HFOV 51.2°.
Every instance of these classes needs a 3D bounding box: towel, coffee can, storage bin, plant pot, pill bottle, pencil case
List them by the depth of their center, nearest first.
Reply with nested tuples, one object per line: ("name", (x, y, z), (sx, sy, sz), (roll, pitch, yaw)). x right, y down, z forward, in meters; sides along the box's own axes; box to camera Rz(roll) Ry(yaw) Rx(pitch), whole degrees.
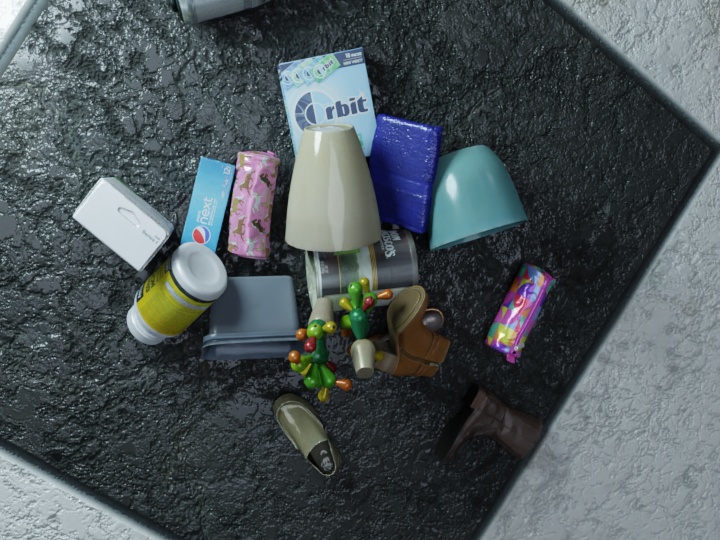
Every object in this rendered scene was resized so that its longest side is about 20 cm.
("pill bottle", (-0.339, 0.048, 1.364), (0.112, 0.113, 0.199), (42, 122, -14))
("plant pot", (-0.053, -0.160, 1.377), (0.182, 0.188, 0.205), (-6, 110, -11))
("pencil case", (-0.202, -0.126, 1.423), (0.081, 0.087, 0.206), (8, 97, 6))
("towel", (0.081, -0.185, 1.427), (0.145, 0.049, 0.205), (20, 112, 29))
("storage bin", (-0.204, 0.090, 1.435), (0.195, 0.146, 0.138), (0, 71, -12))
("coffee can", (0.000, 0.000, 1.451), (0.195, 0.146, 0.150), (-6, 99, -11))
("plant pot", (0.207, -0.145, 1.460), (0.196, 0.201, 0.165), (-16, 87, -10))
("pencil case", (0.335, 0.088, 1.572), (0.087, 0.088, 0.204), (23, 91, -14))

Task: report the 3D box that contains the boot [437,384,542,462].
("boot", (0.282, 0.367, 1.613), (0.198, 0.064, 0.189), (32, 92, -19))

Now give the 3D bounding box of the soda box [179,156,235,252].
("soda box", (-0.291, -0.106, 1.415), (0.066, 0.064, 0.205), (13, 94, -13))

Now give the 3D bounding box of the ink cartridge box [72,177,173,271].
("ink cartridge box", (-0.410, -0.086, 1.321), (0.144, 0.200, 0.084), (41, 88, -14))

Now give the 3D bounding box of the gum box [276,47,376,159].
("gum box", (-0.058, -0.309, 1.449), (0.166, 0.045, 0.205), (-13, 100, -11))

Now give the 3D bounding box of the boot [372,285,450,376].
("boot", (0.116, 0.122, 1.445), (0.152, 0.074, 0.202), (15, 124, -29))

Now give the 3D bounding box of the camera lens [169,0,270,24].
("camera lens", (-0.250, -0.534, 1.317), (0.196, 0.160, 0.164), (-18, 101, -10))

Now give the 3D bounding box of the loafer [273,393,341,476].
("loafer", (-0.101, 0.332, 1.514), (0.076, 0.067, 0.201), (-40, 104, -5))

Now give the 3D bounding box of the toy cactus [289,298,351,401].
("toy cactus", (-0.066, 0.126, 1.323), (0.100, 0.202, 0.168), (-1, 56, 12))

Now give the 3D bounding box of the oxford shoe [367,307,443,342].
("oxford shoe", (0.089, 0.143, 1.528), (0.197, 0.073, 0.072), (-31, 103, -7))

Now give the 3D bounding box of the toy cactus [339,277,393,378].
("toy cactus", (0.010, 0.118, 1.343), (0.099, 0.167, 0.203), (0, 135, -6))
